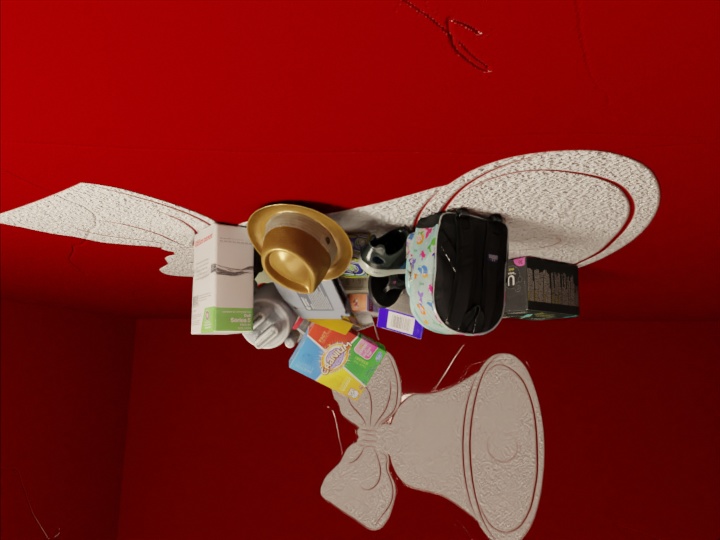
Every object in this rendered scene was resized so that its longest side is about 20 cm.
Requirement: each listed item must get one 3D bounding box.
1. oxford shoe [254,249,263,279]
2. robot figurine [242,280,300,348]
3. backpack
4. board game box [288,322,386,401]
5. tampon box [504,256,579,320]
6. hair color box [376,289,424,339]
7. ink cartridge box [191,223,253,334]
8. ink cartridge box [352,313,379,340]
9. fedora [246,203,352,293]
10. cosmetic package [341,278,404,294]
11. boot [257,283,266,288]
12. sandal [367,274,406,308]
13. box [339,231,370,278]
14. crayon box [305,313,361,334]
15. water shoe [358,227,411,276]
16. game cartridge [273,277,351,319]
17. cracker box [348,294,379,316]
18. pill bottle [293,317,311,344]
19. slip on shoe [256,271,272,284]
[{"bbox_3d":[-0.276,-0.010,1.223,0.071,0.086,0.199,5,171,-30],"label":"oxford shoe"},{"bbox_3d":[-0.195,0.094,1.165,0.112,0.171,0.200,-35,-171,14],"label":"robot figurine"},{"bbox_3d":[0.165,0.012,0.930,0.174,0.205,0.150,6,170,-28],"label":"backpack"},{"bbox_3d":[-0.057,0.213,1.327,0.198,0.155,0.040,29,-170,-14],"label":"board game box"},{"bbox_3d":[0.423,0.049,1.332,0.197,0.129,0.149,8,168,-32],"label":"tampon box"},{"bbox_3d":[0.117,0.065,1.259,0.107,0.066,0.201,15,-143,12],"label":"hair color box"},{"bbox_3d":[-0.274,0.022,1.061,0.083,0.205,0.144,5,171,-34],"label":"ink cartridge box"},{"bbox_3d":[-0.011,0.094,1.408,0.066,0.204,0.117,-18,170,0],"label":"ink cartridge box"},{"bbox_3d":[-0.109,-0.023,0.913,0.196,0.083,0.202,8,143,6],"label":"fedora"},{"bbox_3d":[0.000,0.000,1.186,0.195,0.106,0.087,1,173,9],"label":"cosmetic package"},{"bbox_3d":[-0.209,0.059,1.357,0.172,0.067,0.200,-18,-168,23],"label":"boot"},{"bbox_3d":[0.079,-0.001,1.069,0.048,0.076,0.200,-36,-173,46],"label":"sandal"},{"bbox_3d":[-0.071,-0.028,1.083,0.196,0.071,0.065,-3,145,20],"label":"box"},{"bbox_3d":[-0.090,0.076,1.268,0.125,0.052,0.201,27,-163,-38],"label":"crayon box"},{"bbox_3d":[0.087,-0.040,1.015,0.197,0.072,0.080,-16,144,-39],"label":"water shoe"},{"bbox_3d":[-0.105,0.027,1.074,0.130,0.042,0.202,3,141,21],"label":"game cartridge"},{"bbox_3d":[0.043,0.043,1.329,0.057,0.137,0.199,-3,169,30],"label":"cracker box"},{"bbox_3d":[-0.103,0.161,1.386,0.199,0.112,0.110,37,159,-16],"label":"pill bottle"},{"bbox_3d":[-0.235,-0.002,1.350,0.198,0.075,0.061,-16,-168,47],"label":"slip on shoe"}]
